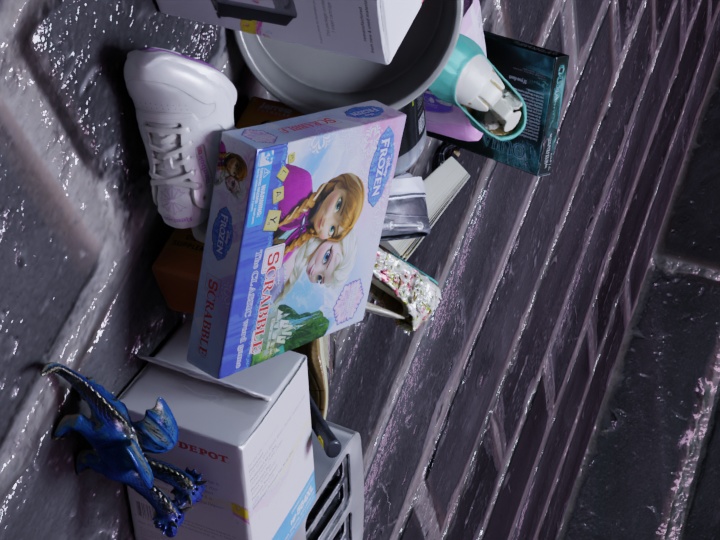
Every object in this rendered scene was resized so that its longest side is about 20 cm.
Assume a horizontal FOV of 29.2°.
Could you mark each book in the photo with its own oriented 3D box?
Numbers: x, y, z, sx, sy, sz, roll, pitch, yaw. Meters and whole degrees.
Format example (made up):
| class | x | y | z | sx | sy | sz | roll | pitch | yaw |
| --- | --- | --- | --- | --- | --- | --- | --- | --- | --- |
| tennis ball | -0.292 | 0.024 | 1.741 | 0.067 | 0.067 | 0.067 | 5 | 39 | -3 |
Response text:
| class | x | y | z | sx | sy | sz | roll | pitch | yaw |
| --- | --- | --- | --- | --- | --- | --- | --- | --- | --- |
| book | 0.036 | -0.038 | 1.543 | 0.134 | 0.048 | 0.200 | -45 | -178 | 39 |

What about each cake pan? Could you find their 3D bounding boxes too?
| class | x | y | z | sx | sy | sz | roll | pitch | yaw |
| --- | --- | --- | --- | --- | --- | --- | --- | --- | --- |
| cake pan | -0.012 | -0.228 | 1.178 | 0.037 | 0.197 | 0.203 | -95 | -173 | -63 |

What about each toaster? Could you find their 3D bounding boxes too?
| class | x | y | z | sx | sy | sz | roll | pitch | yaw |
| --- | --- | --- | --- | --- | --- | --- | --- | --- | --- |
| toaster | -0.080 | 0.252 | 1.392 | 0.200 | 0.117 | 0.183 | -53 | 151 | -47 |

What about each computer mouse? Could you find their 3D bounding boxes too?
| class | x | y | z | sx | sy | sz | roll | pitch | yaw |
| --- | --- | --- | --- | --- | --- | --- | --- | --- | --- |
| computer mouse | 0.094 | -0.097 | 1.746 | 0.059 | 0.034 | 0.201 | 81 | 30 | -45 |

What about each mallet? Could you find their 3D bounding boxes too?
| class | x | y | z | sx | sy | sz | roll | pitch | yaw |
| --- | --- | --- | --- | --- | --- | --- | --- | --- | --- |
| mallet | -0.062 | 0.113 | 1.295 | 0.041 | 0.201 | 0.067 | -14 | 134 | -18 |

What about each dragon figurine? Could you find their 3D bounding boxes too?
| class | x | y | z | sx | sy | sz | roll | pitch | yaw |
| --- | --- | --- | --- | --- | --- | --- | --- | --- | --- |
| dragon figurine | -0.179 | 0.131 | 1.074 | 0.202 | 0.098 | 0.059 | 81 | 30 | -47 |

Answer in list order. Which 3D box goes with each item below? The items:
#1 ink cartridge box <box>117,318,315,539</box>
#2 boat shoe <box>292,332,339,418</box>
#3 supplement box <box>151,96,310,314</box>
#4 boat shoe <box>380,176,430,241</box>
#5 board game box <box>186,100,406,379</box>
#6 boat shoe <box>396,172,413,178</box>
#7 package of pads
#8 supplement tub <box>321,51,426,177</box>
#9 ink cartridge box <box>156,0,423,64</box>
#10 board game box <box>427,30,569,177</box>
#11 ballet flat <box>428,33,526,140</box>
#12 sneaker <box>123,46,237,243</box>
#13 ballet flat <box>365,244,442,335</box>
| class | x | y | z | sx | sy | sz | roll | pitch | yaw |
| --- | --- | --- | --- | --- | --- | --- | --- | --- | --- |
| ink cartridge box | -0.122 | 0.150 | 1.198 | 0.126 | 0.127 | 0.202 | -53 | 150 | -47 |
| boat shoe | -0.052 | 0.085 | 1.422 | 0.065 | 0.072 | 0.203 | -38 | 138 | -51 |
| supplement box | -0.104 | -0.056 | 1.202 | 0.069 | 0.066 | 0.202 | 74 | 35 | -50 |
| boat shoe | -0.021 | -0.041 | 1.300 | 0.198 | 0.071 | 0.069 | -11 | 85 | -32 |
| board game box | -0.051 | -0.030 | 1.154 | 0.198 | 0.041 | 0.203 | -21 | 130 | -50 |
| boat shoe | 0.017 | -0.093 | 1.493 | 0.072 | 0.062 | 0.200 | -44 | 176 | 2 |
| package of pads | 0.075 | -0.230 | 1.481 | 0.201 | 0.119 | 0.076 | 73 | 37 | -56 |
| supplement tub | -0.001 | -0.192 | 1.301 | 0.202 | 0.121 | 0.123 | 84 | 28 | -44 |
| ink cartridge box | -0.044 | -0.250 | 1.038 | 0.086 | 0.197 | 0.149 | 77 | 34 | -52 |
| board game box | 0.143 | -0.200 | 1.575 | 0.028 | 0.199 | 0.137 | -15 | 120 | -43 |
| ballet flat | 0.123 | -0.183 | 1.401 | 0.068 | 0.070 | 0.200 | -58 | 151 | 2 |
| sneaker | -0.131 | -0.093 | 1.072 | 0.201 | 0.074 | 0.101 | 62 | 38 | -58 |
| ballet flat | 0.000 | 0.000 | 1.384 | 0.199 | 0.075 | 0.065 | 32 | 72 | -24 |
